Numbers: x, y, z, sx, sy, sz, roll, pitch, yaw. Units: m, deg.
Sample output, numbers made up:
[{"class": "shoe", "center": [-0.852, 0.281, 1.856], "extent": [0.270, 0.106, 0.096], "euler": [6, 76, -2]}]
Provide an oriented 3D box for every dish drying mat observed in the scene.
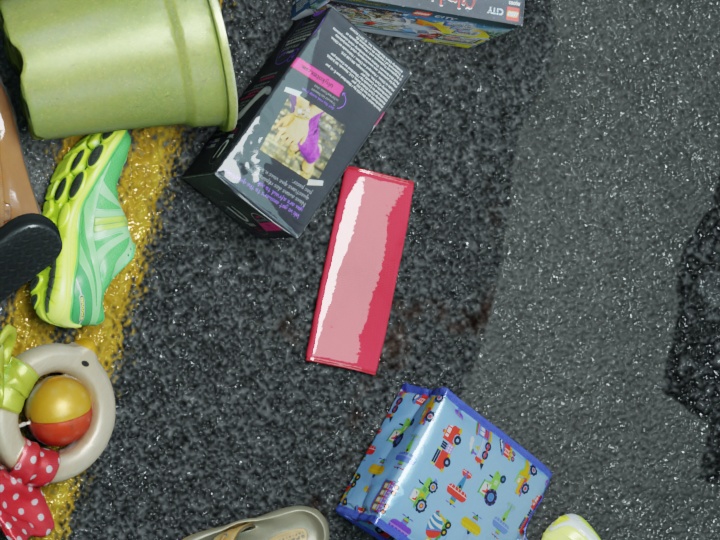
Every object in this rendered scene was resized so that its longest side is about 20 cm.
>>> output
[{"class": "dish drying mat", "center": [0.000, 0.000, 1.631], "extent": [0.076, 0.018, 0.201], "euler": [13, 85, -16]}]

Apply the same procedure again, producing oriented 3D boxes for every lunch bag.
[{"class": "lunch bag", "center": [0.102, 0.229, 1.624], "extent": [0.200, 0.094, 0.151], "euler": [36, 75, -22]}]

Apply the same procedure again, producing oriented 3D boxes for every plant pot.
[{"class": "plant pot", "center": [-0.228, -0.204, 1.479], "extent": [0.183, 0.200, 0.202], "euler": [-15, 92, -13]}]

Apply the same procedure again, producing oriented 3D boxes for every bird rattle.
[{"class": "bird rattle", "center": [-0.296, 0.144, 1.491], "extent": [0.162, 0.112, 0.201], "euler": [-18, 97, -34]}]

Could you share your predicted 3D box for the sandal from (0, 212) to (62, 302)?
[{"class": "sandal", "center": [-0.363, 0.008, 1.484], "extent": [0.200, 0.048, 0.075], "euler": [-31, 138, 4]}]

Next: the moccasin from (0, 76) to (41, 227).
[{"class": "moccasin", "center": [-0.360, -0.119, 1.491], "extent": [0.078, 0.073, 0.203], "euler": [-22, 104, -42]}]

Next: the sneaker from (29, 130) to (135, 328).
[{"class": "sneaker", "center": [-0.255, -0.041, 1.533], "extent": [0.083, 0.074, 0.201], "euler": [24, 75, -43]}]

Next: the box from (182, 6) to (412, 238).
[{"class": "box", "center": [-0.062, -0.139, 1.559], "extent": [0.106, 0.122, 0.200], "euler": [38, 78, -17]}]

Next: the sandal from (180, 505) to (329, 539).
[{"class": "sandal", "center": [-0.117, 0.283, 1.561], "extent": [0.199, 0.054, 0.081], "euler": [-20, 94, -17]}]

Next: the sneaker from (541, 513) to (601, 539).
[{"class": "sneaker", "center": [0.239, 0.353, 1.671], "extent": [0.105, 0.076, 0.200], "euler": [-37, 92, -3]}]

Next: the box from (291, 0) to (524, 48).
[{"class": "box", "center": [0.045, -0.262, 1.593], "extent": [0.199, 0.137, 0.038], "euler": [6, 86, -18]}]
